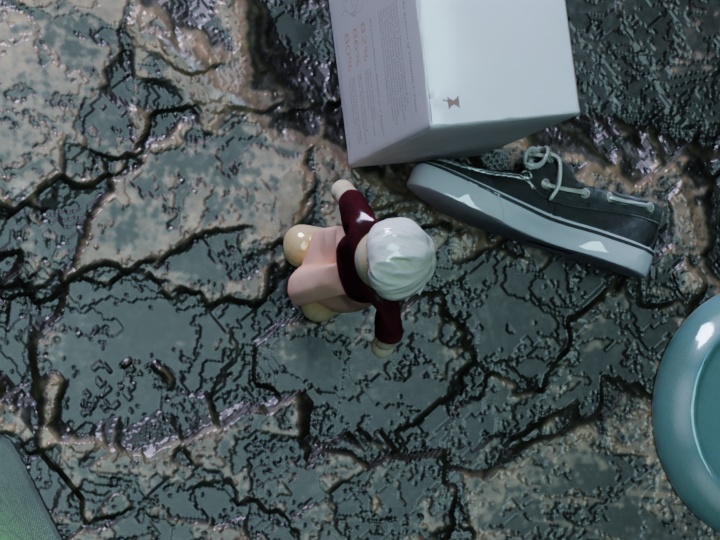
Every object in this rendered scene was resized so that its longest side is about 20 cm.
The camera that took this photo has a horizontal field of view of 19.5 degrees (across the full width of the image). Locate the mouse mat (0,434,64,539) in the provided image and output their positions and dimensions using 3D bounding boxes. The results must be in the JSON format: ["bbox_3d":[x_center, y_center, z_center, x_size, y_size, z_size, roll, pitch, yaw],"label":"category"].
[{"bbox_3d":[-0.264,0.230,1.406,0.160,0.008,0.201,-28,94,-17],"label":"mouse mat"}]

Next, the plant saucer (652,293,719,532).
[{"bbox_3d":[0.316,0.108,1.577,0.199,0.027,0.201,2,84,-16],"label":"plant saucer"}]

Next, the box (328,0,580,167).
[{"bbox_3d":[0.058,-0.160,1.433,0.106,0.200,0.153,-6,88,-17],"label":"box"}]

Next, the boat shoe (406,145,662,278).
[{"bbox_3d":[0.130,-0.055,1.510,0.198,0.074,0.068,18,85,-15],"label":"boat shoe"}]

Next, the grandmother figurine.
[{"bbox_3d":[0.000,0.000,1.402,0.060,0.200,0.122,-26,92,-17],"label":"grandmother figurine"}]
